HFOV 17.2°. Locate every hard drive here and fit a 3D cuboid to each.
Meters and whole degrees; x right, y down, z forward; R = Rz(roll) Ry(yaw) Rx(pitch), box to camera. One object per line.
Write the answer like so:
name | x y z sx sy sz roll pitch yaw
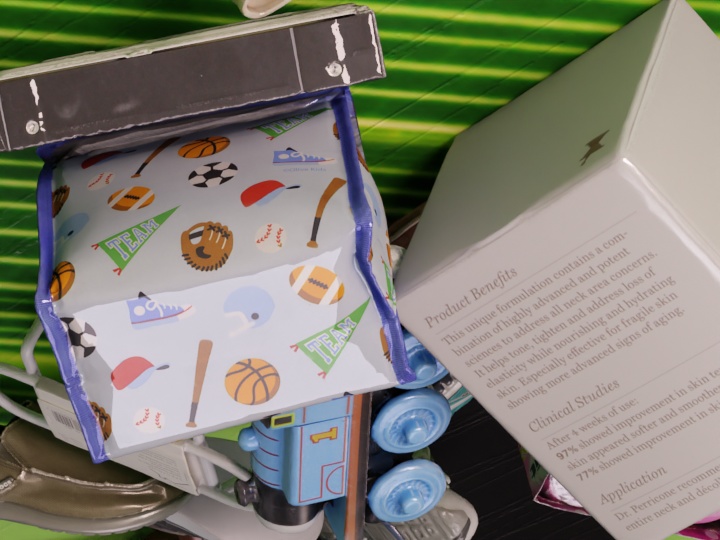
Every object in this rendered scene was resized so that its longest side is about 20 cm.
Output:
hard drive | -0.092 -0.091 1.123 0.200 0.038 0.140 -12 -173 -1

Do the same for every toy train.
toy train | -0.013 0.070 1.302 0.114 0.087 0.200 -10 134 -15

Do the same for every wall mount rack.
wall mount rack | -0.125 0.087 1.433 0.200 0.075 0.174 22 155 16

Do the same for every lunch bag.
lunch bag | -0.073 -0.020 1.189 0.170 0.200 0.124 -12 121 2

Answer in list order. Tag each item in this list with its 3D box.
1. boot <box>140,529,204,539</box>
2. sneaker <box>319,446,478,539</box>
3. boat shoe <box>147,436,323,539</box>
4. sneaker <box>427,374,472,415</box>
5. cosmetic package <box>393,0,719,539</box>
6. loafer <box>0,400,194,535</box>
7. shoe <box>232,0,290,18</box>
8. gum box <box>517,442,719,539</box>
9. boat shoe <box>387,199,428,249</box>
boot | -0.187 0.214 1.731 0.200 0.069 0.188 -9 166 -1
sneaker | 0.026 0.149 1.616 0.087 0.075 0.200 -38 -162 -21
boat shoe | -0.123 0.140 1.569 0.200 0.069 0.057 18 163 -9
sneaker | 0.026 0.090 1.558 0.080 0.078 0.200 3 151 -46
cosmetic package | 0.153 0.003 1.245 0.167 0.166 0.200 -32 110 35
loafer | -0.201 0.120 1.483 0.200 0.070 0.075 3 -168 -2
shoe | 0.013 -0.177 1.053 0.200 0.053 0.070 -29 149 30
gum box | 0.200 0.108 1.501 0.200 0.114 0.066 14 121 -18
boat shoe | 0.000 0.000 1.378 0.200 0.072 0.076 -22 -172 32
